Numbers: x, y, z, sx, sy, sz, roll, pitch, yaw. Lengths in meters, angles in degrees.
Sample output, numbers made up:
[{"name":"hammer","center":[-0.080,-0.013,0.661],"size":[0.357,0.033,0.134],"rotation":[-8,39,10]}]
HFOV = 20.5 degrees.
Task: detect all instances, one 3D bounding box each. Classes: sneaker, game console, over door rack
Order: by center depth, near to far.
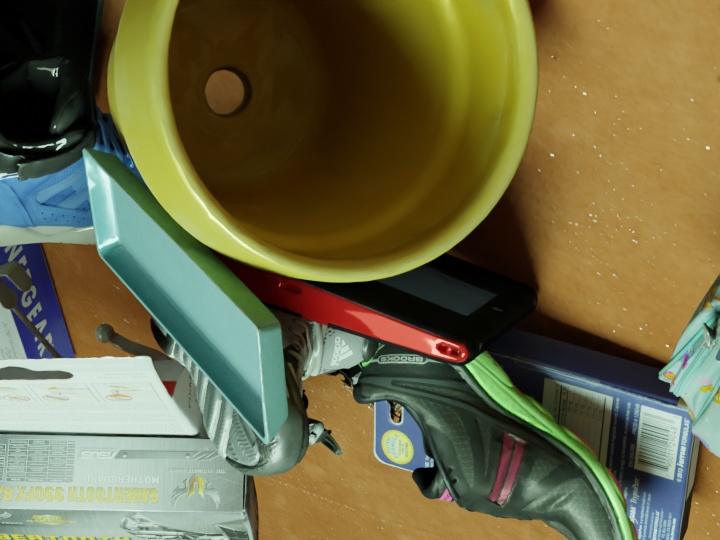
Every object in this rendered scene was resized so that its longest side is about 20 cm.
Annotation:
[{"name":"sneaker","center":[-0.033,0.044,1.070],"size":[0.200,0.115,0.075],"rotation":[-128,48,-56]},{"name":"game console","center":[0.000,0.000,1.099],"size":[0.176,0.200,0.031],"rotation":[17,102,13]},{"name":"sneaker","center":[0.077,0.109,1.138],"size":[0.200,0.084,0.077],"rotation":[42,173,2]},{"name":"sneaker","center":[-0.156,-0.075,1.180],"size":[0.111,0.199,0.077],"rotation":[114,143,-46]},{"name":"over door rack","center":[-0.164,0.024,1.330],"size":[0.066,0.148,0.200],"rotation":[2,135,37]}]

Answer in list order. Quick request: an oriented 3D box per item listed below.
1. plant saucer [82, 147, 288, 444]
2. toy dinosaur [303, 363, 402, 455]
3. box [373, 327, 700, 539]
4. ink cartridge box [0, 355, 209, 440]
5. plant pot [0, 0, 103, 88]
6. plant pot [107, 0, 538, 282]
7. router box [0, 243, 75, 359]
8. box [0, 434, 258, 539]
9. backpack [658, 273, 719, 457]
[{"name":"plant saucer","center":[-0.089,0.007,1.000],"size":[0.200,0.019,0.070],"rotation":[42,144,46]},{"name":"toy dinosaur","center":[-0.033,0.040,1.273],"size":[0.199,0.136,0.102],"rotation":[16,117,-25]},{"name":"box","center":[0.104,0.092,1.199],"size":[0.199,0.032,0.121],"rotation":[15,132,17]},{"name":"ink cartridge box","center":[-0.181,0.064,1.175],"size":[0.162,0.050,0.200],"rotation":[-1,158,6]},{"name":"plant pot","center":[-0.287,-0.156,1.189],"size":[0.177,0.200,0.200],"rotation":[43,151,14]},{"name":"plant pot","center":[-0.040,-0.097,1.010],"size":[0.201,0.201,0.189],"rotation":[49,163,-17]},{"name":"router box","center":[-0.322,-0.010,1.545],"size":[0.179,0.049,0.200],"rotation":[23,146,24]},{"name":"box","center":[-0.166,0.146,1.265],"size":[0.199,0.049,0.158],"rotation":[1,161,-1]},{"name":"backpack","center":[0.228,0.029,0.935],"size":[0.127,0.167,0.200],"rotation":[51,156,17]}]
